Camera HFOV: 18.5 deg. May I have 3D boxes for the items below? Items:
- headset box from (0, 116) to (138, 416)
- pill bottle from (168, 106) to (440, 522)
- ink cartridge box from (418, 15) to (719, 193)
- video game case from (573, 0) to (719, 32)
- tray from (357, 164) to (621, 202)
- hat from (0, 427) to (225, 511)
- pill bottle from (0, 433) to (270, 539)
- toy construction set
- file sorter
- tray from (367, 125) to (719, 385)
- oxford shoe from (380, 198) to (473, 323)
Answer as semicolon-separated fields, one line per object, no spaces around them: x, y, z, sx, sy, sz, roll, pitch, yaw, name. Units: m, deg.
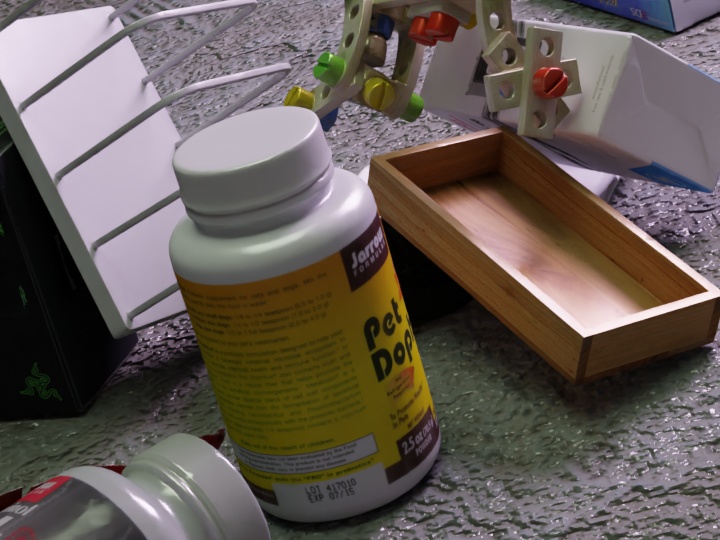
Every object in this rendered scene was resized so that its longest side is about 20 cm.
-0.251;-0.002;1.372;0.200;0.174;0.093;-4;26;23;headset box
-0.032;0.022;1.143;0.109;0.200;0.109;-14;24;6;pill bottle
0.121;-0.107;1.372;0.116;0.067;0.200;21;-4;-41;ink cartridge box
0.265;-0.258;1.759;0.181;0.045;0.200;-26;25;-18;video game case
0.078;-0.048;1.446;0.200;0.022;0.107;-5;25;25;tray
-0.192;0.173;1.128;0.200;0.176;0.166;-43;38;36;hat
-0.140;0.159;1.022;0.200;0.111;0.111;-33;28;-33;pill bottle
0.045;-0.138;1.307;0.200;0.092;0.131;10;75;46;toy construction set
-0.110;-0.086;1.310;0.125;0.200;0.139;-29;-4;32;file sorter
0.099;-0.012;1.241;0.099;0.037;0.200;-15;38;-31;tray
0.000;0.000;1.333;0.200;0.073;0.084;-22;20;-15;oxford shoe
